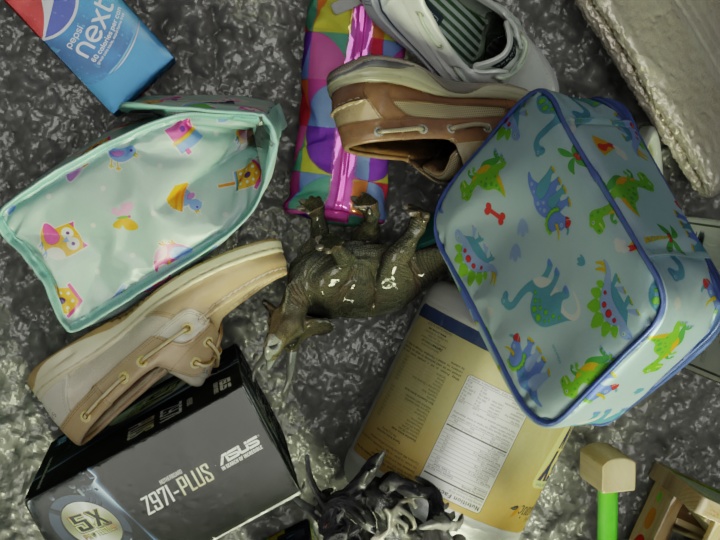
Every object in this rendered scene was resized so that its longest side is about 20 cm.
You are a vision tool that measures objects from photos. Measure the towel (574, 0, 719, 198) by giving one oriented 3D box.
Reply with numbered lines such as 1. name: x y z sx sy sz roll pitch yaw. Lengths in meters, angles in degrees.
1. towel: 0.252 -0.167 1.126 0.132 0.034 0.200 -37 100 -25

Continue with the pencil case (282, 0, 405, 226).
1. pencil case: -0.009 -0.133 1.101 0.088 0.088 0.201 5 96 -6

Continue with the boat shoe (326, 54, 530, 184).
1. boat shoe: 0.064 -0.095 1.056 0.199 0.076 0.072 9 70 -26

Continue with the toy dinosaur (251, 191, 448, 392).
1. toy dinosaur: 0.000 0.000 1.071 0.200 0.077 0.103 -19 134 -28

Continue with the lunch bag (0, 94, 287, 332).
1. lunch bag: -0.141 -0.060 1.048 0.200 0.170 0.122 -34 97 3

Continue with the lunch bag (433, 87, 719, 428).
1. lunch bag: 0.136 -0.006 0.971 0.082 0.200 0.161 2 139 -38

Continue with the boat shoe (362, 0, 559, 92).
1. boat shoe: 0.086 -0.158 1.075 0.200 0.067 0.074 25 85 -38

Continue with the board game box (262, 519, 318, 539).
1. board game box: -0.023 0.289 1.077 0.057 0.200 0.166 -26 98 -1

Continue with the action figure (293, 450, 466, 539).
1. action figure: 0.036 0.198 0.989 0.200 0.102 0.119 26 117 4

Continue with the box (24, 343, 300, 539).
1. box: -0.138 0.138 1.052 0.163 0.200 0.086 -28 97 -3

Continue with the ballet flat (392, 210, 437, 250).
1. ballet flat: 0.119 -0.042 1.133 0.200 0.069 0.063 -32 111 -1

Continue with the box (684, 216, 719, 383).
1. box: 0.281 0.025 1.087 0.060 0.200 0.117 13 92 -8

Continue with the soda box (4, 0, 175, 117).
1. soda box: -0.225 -0.207 1.079 0.064 0.068 0.200 -43 98 -1

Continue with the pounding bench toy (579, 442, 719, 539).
1. pounding bench toy: 0.232 0.239 1.138 0.199 0.124 0.156 25 92 -7

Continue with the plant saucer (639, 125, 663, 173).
1. plant saucer: 0.189 -0.006 1.088 0.050 0.200 0.201 3 95 16

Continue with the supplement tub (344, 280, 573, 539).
1. supplement tub: 0.075 0.124 1.102 0.144 0.144 0.200 26 92 -8

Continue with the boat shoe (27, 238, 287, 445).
1. boat shoe: -0.128 0.051 1.018 0.200 0.074 0.069 -32 81 5
